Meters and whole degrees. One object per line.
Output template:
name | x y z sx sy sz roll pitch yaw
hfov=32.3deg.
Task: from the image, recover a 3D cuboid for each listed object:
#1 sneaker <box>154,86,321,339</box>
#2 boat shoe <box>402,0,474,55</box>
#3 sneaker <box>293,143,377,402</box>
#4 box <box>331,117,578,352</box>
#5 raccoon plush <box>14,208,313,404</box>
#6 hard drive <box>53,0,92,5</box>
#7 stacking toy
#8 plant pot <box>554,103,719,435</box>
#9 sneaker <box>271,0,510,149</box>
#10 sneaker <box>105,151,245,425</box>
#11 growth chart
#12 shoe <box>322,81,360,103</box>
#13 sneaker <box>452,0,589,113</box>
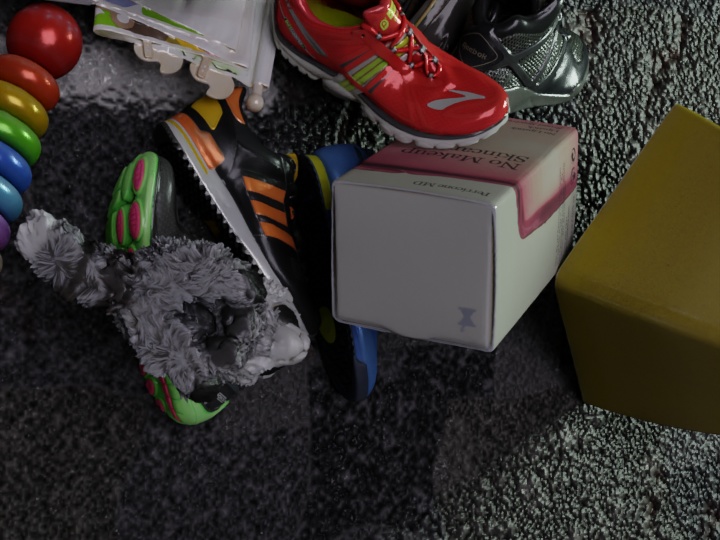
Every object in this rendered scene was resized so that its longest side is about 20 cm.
sneaker | -0.070 -0.046 0.948 0.090 0.070 0.202 -36 101 -20
boat shoe | 0.087 -0.261 1.041 0.060 0.071 0.204 30 77 -26
sneaker | 0.000 0.000 0.985 0.077 0.066 0.204 -10 91 -30
box | 0.075 -0.038 0.930 0.200 0.126 0.111 -40 134 -57
raccoon plush | -0.122 0.009 0.853 0.199 0.134 0.097 40 94 6
hard drive | -0.283 -0.255 0.850 0.197 0.027 0.134 3 66 -21
stacking toy | -0.251 -0.099 0.860 0.085 0.085 0.203 28 71 -22
plant pot | 0.297 0.021 1.024 0.201 0.175 0.201 -52 146 -20
sneaker | 0.020 -0.159 0.908 0.198 0.085 0.077 27 57 9
sneaker | -0.133 0.010 0.919 0.083 0.076 0.203 -19 105 -32
growth chart | -0.143 -0.212 0.924 0.198 0.018 0.146 27 60 -18
shoe | -0.006 -0.235 0.993 0.053 0.070 0.204 -1 89 -34
sneaker | 0.146 -0.197 1.020 0.198 0.076 0.115 -19 137 -50
